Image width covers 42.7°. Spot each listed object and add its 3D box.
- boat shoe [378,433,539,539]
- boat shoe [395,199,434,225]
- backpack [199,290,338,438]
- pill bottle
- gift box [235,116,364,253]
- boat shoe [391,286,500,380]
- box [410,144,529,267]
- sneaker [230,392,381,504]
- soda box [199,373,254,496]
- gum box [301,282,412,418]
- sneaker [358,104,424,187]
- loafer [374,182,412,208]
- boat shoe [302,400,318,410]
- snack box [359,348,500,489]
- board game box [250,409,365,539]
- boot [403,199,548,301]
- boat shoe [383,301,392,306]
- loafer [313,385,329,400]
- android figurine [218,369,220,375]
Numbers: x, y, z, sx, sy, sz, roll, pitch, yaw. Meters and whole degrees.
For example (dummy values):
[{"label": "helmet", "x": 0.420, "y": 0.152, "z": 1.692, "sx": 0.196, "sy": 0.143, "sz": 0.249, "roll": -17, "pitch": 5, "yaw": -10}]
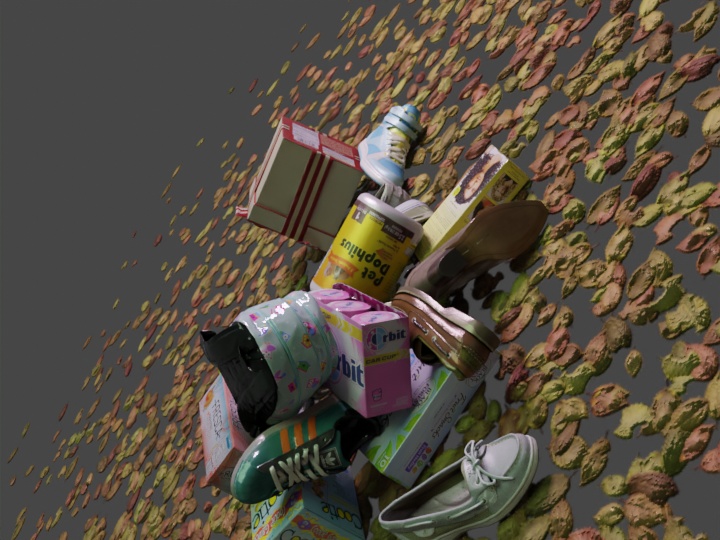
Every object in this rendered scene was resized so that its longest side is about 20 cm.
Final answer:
[{"label": "boat shoe", "x": 0.107, "y": 0.237, "z": 0.993, "sx": 0.202, "sy": 0.064, "sz": 0.075, "roll": -40, "pitch": 29, "yaw": 30}, {"label": "boat shoe", "x": 0.032, "y": -0.041, "z": 1.398, "sx": 0.199, "sy": 0.072, "sz": 0.062, "roll": -37, "pitch": 30, "yaw": -12}, {"label": "backpack", "x": -0.111, "y": 0.107, "z": 1.149, "sx": 0.126, "sy": 0.168, "sz": 0.200, "roll": -32, "pitch": -8, "yaw": -25}, {"label": "pill bottle", "x": 0.000, "y": 0.000, "z": 1.312, "sx": 0.202, "sy": 0.108, "sz": 0.109, "roll": -61, "pitch": 25, "yaw": 4}, {"label": "gift box", "x": -0.111, "y": -0.143, "z": 1.642, "sx": 0.200, "sy": 0.183, "sz": 0.188, "roll": -90, "pitch": 24, "yaw": -68}, {"label": "boat shoe", "x": 0.082, "y": 0.074, "z": 1.105, "sx": 0.068, "sy": 0.072, "sz": 0.200, "roll": -53, "pitch": 26, "yaw": -7}, {"label": "box", "x": 0.149, "y": -0.079, "z": 1.314, "sx": 0.201, "sy": 0.050, "sz": 0.075, "roll": -51, "pitch": 25, "yaw": 11}, {"label": "sneaker", "x": -0.062, "y": 0.218, "z": 1.108, "sx": 0.199, "sy": 0.072, "sz": 0.080, "roll": -33, "pitch": 30, "yaw": -27}, {"label": "soda box", "x": -0.172, "y": 0.223, "z": 1.258, "sx": 0.064, "sy": 0.068, "sz": 0.200, "roll": -52, "pitch": 24, "yaw": 12}, {"label": "gum box", "x": -0.011, "y": 0.093, "z": 1.162, "sx": 0.200, "sy": 0.065, "sz": 0.115, "roll": 24, "pitch": 120, "yaw": 61}, {"label": "sneaker", "x": 0.062, "y": -0.220, "z": 1.602, "sx": 0.131, "sy": 0.079, "sz": 0.201, "roll": -49, "pitch": 27, "yaw": 17}, {"label": "loafer", "x": 0.003, "y": -0.062, "z": 1.527, "sx": 0.200, "sy": 0.069, "sz": 0.070, "roll": -49, "pitch": 26, "yaw": 14}, {"label": "boat shoe", "x": -0.108, "y": 0.175, "z": 1.446, "sx": 0.072, "sy": 0.067, "sz": 0.201, "roll": -39, "pitch": 31, "yaw": 25}, {"label": "snack box", "x": 0.073, "y": 0.155, "z": 1.164, "sx": 0.201, "sy": 0.053, "sz": 0.142, "roll": -55, "pitch": 27, "yaw": -3}, {"label": "board game box", "x": -0.076, "y": 0.292, "z": 1.205, "sx": 0.103, "sy": 0.104, "sz": 0.201, "roll": -48, "pitch": 26, "yaw": 17}, {"label": "boot", "x": 0.143, "y": -0.020, "z": 1.225, "sx": 0.198, "sy": 0.071, "sz": 0.146, "roll": -28, "pitch": -7, "yaw": -17}, {"label": "boat shoe", "x": 0.021, "y": 0.118, "z": 1.272, "sx": 0.201, "sy": 0.074, "sz": 0.069, "roll": -56, "pitch": 39, "yaw": 46}, {"label": "loafer", "x": -0.037, "y": 0.098, "z": 1.385, "sx": 0.202, "sy": 0.075, "sz": 0.070, "roll": -65, "pitch": 5, "yaw": -19}, {"label": "android figurine", "x": -0.191, "y": 0.206, "z": 1.459, "sx": 0.201, "sy": 0.041, "sz": 0.183, "roll": -108, "pitch": 35, "yaw": -46}]
